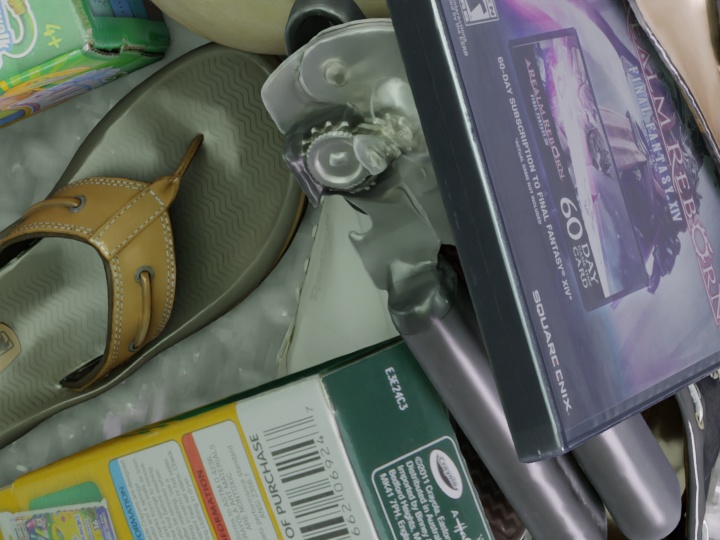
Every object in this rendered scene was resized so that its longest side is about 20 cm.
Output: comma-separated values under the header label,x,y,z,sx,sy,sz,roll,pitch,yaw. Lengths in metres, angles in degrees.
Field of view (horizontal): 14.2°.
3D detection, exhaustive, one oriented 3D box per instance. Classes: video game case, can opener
label,x,y,z,sx,sy,sz,roll,pitch,yaw
video game case,0.075,-0.031,0.892,0.019,0.200,0.144,-15,92,29
can opener,0.037,0.000,0.889,0.053,0.067,0.200,-23,118,18

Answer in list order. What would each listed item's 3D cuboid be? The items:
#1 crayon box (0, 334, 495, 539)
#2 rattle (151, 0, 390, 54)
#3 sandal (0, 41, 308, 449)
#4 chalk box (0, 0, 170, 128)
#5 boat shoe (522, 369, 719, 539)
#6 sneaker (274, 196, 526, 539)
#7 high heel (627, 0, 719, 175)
label,x,y,z,sx,sy,sz,roll,pitch,yaw
crayon box,-0.039,0.107,0.953,0.200,0.051,0.126,-20,91,45
rattle,0.021,-0.131,0.886,0.199,0.131,0.143,24,141,-15
sandal,-0.098,0.000,0.987,0.200,0.055,0.082,-34,89,8
chalk box,-0.143,-0.108,0.951,0.199,0.124,0.125,-23,90,9
boat shoe,0.077,0.117,0.966,0.071,0.068,0.201,13,97,5
sneaker,0.000,0.000,0.967,0.084,0.073,0.201,-11,79,36
high heel,0.114,-0.063,0.885,0.071,0.200,0.143,-6,90,26
